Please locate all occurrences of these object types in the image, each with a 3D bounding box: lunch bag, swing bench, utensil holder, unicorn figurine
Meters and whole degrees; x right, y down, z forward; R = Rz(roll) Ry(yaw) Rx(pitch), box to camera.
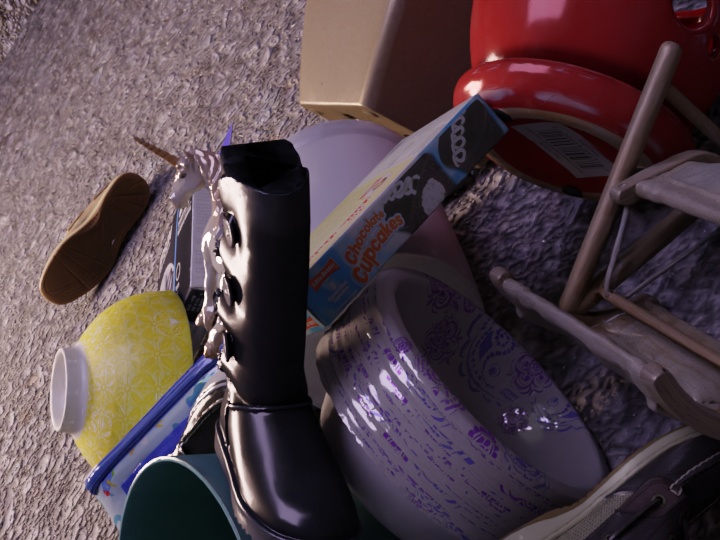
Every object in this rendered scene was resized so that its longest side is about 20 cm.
[{"bbox_3d":[-0.128,0.138,1.191,0.200,0.083,0.161,-45,-13,18],"label":"lunch bag"},{"bbox_3d":[0.213,-0.010,0.844,0.201,0.129,0.199,-54,27,2],"label":"swing bench"},{"bbox_3d":[0.000,0.000,1.132,0.170,0.170,0.201,-45,31,18],"label":"utensil holder"},{"bbox_3d":[-0.105,-0.011,1.100,0.200,0.073,0.138,35,126,47],"label":"unicorn figurine"}]

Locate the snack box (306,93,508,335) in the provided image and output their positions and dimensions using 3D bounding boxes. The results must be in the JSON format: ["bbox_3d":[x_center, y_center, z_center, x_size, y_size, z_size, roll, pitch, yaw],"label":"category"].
[{"bbox_3d":[0.006,-0.031,0.956,0.200,0.037,0.116,-47,10,-25],"label":"snack box"}]

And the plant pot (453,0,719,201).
[{"bbox_3d":[0.168,-0.160,1.014,0.200,0.200,0.184,-2,62,57],"label":"plant pot"}]

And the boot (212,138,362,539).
[{"bbox_3d":[-0.042,0.042,0.806,0.165,0.065,0.202,40,129,55],"label":"boot"}]

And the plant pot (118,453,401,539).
[{"bbox_3d":[-0.047,0.211,0.933,0.200,0.160,0.202,12,105,54],"label":"plant pot"}]

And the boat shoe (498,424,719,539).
[{"bbox_3d":[0.149,0.154,0.784,0.200,0.072,0.066,-27,47,-19],"label":"boat shoe"}]

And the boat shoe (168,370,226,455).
[{"bbox_3d":[-0.114,0.159,1.060,0.064,0.070,0.201,-54,-11,-55],"label":"boat shoe"}]

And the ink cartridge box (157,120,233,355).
[{"bbox_3d":[-0.173,-0.022,1.446,0.198,0.043,0.201,122,153,-55],"label":"ink cartridge box"}]

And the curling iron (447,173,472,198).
[{"bbox_3d":[0.025,-0.028,1.279,0.200,0.025,0.050,-38,53,20],"label":"curling iron"}]

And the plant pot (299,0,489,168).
[{"bbox_3d":[0.057,-0.199,1.255,0.199,0.199,0.178,14,82,61],"label":"plant pot"}]

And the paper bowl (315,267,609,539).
[{"bbox_3d":[0.055,0.103,0.893,0.104,0.200,0.201,-46,29,16],"label":"paper bowl"}]

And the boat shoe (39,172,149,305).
[{"bbox_3d":[-0.348,-0.040,1.839,0.200,0.071,0.064,-53,20,-14],"label":"boat shoe"}]

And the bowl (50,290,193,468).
[{"bbox_3d":[-0.238,0.117,1.355,0.200,0.107,0.202,-177,90,-67],"label":"bowl"}]
